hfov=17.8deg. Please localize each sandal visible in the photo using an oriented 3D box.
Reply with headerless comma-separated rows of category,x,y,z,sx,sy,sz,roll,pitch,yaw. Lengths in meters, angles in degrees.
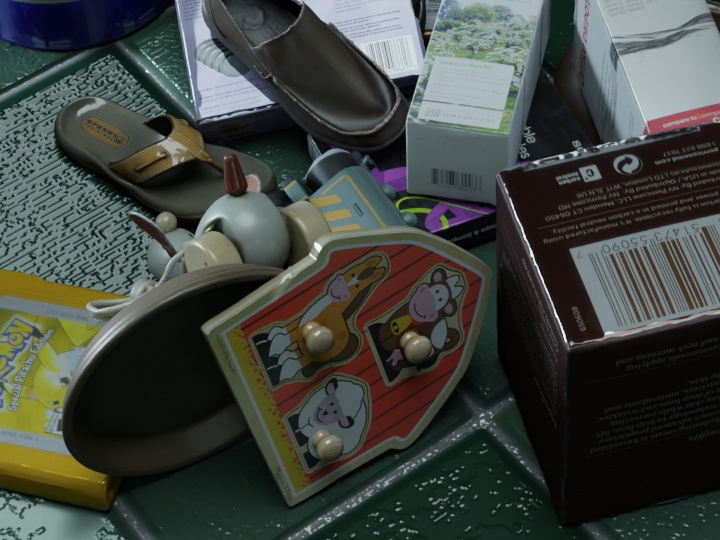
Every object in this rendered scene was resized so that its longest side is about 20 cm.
sandal,-0.158,-0.097,1.801,0.200,0.055,0.082,29,57,25

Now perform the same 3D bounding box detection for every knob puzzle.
knob puzzle,0.010,0.054,1.565,0.219,0.220,0.030,-26,38,-17

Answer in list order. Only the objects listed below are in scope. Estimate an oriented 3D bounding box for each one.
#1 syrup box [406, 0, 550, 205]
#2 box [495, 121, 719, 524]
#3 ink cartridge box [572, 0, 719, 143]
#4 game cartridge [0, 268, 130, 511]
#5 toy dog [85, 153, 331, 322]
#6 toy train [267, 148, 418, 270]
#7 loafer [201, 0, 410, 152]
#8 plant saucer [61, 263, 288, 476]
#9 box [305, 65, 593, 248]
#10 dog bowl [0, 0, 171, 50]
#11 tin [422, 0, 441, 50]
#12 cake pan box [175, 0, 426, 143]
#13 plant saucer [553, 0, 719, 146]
syrup box,0.093,-0.151,1.767,0.079,0.082,0.200,8,49,10
box,0.191,0.036,1.567,0.166,0.200,0.164,-13,50,-8
ink cartridge box,0.226,-0.120,1.702,0.083,0.147,0.200,-14,60,-4
game cartridge,-0.246,0.078,1.673,0.200,0.032,0.177,11,51,12
toy dog,-0.108,-0.033,1.630,0.200,0.097,0.132,-9,11,42
toy train,0.000,0.000,1.670,0.114,0.085,0.200,-39,55,6
loafer,-0.048,-0.164,1.765,0.200,0.071,0.073,37,80,14
plant saucer,-0.115,0.064,1.564,0.200,0.200,0.029,-25,57,-16
box,0.075,-0.083,1.786,0.200,0.036,0.143,-18,51,-13
dog bowl,-0.249,-0.281,1.950,0.200,0.079,0.200,-2,49,3
tin,0.009,-0.223,1.910,0.200,0.042,0.112,3,46,7
cake pan box,-0.048,-0.210,1.848,0.200,0.052,0.185,-13,70,1
plant saucer,0.254,-0.154,1.838,0.200,0.032,0.200,-2,50,3
